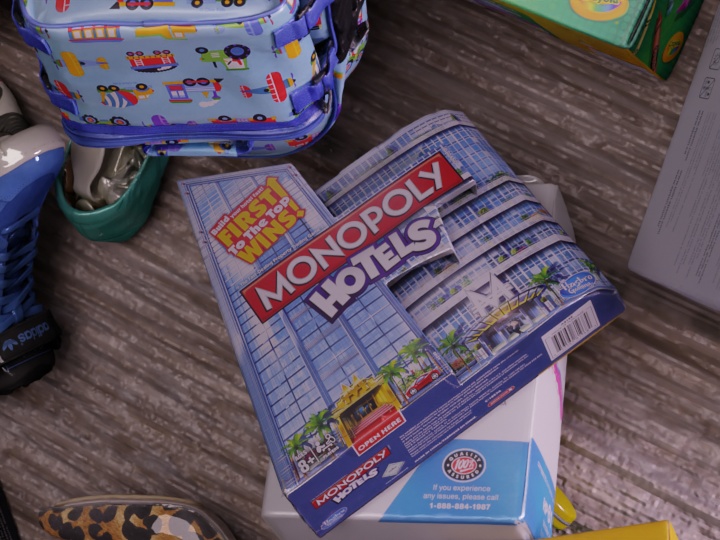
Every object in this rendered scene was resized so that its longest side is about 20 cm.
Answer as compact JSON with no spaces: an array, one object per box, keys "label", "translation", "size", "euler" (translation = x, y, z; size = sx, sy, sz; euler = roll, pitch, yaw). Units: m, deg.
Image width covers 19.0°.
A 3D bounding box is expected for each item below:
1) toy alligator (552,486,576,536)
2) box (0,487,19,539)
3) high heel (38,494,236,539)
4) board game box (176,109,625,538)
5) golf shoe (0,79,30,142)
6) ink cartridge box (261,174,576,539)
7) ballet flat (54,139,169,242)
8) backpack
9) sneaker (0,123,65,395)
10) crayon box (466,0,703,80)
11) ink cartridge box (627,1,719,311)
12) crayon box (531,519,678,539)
[{"label":"toy alligator","translation":[0.092,0.152,1.199],"size":[0.059,0.054,0.200],"euler":[-43,76,12]},{"label":"box","translation":[-0.329,0.193,1.260],"size":[0.199,0.198,0.124],"euler":[-25,80,16]},{"label":"high heel","translation":[-0.100,0.206,1.248],"size":[0.198,0.071,0.144],"euler":[6,83,9]},{"label":"board game box","translation":[0.000,0.000,1.128],"size":[0.199,0.062,0.200],"euler":[-36,57,-3]},{"label":"golf shoe","translation":[-0.291,-0.050,1.336],"size":[0.199,0.077,0.089],"euler":[-27,64,9]},{"label":"ink cartridge box","translation":[0.037,0.056,1.172],"size":[0.143,0.085,0.201],"euler":[-1,63,18]},{"label":"ballet flat","translation":[-0.130,-0.113,1.278],"size":[0.067,0.070,0.201],"euler":[20,93,19]},{"label":"backpack","translation":[-0.084,-0.127,1.144],"size":[0.181,0.200,0.135],"euler":[2,60,6]},{"label":"sneaker","translation":[-0.206,0.007,1.266],"size":[0.112,0.077,0.200],"euler":[53,131,10]},{"label":"crayon box","translation":[0.082,-0.174,1.187],"size":[0.199,0.119,0.059],"euler":[25,95,17]},{"label":"ink cartridge box","translation":[0.219,-0.073,1.103],"size":[0.040,0.200,0.201],"euler":[18,94,-15]},{"label":"crayon box","translation":[0.118,0.195,1.119],"size":[0.125,0.200,0.052],"euler":[-10,48,17]}]
